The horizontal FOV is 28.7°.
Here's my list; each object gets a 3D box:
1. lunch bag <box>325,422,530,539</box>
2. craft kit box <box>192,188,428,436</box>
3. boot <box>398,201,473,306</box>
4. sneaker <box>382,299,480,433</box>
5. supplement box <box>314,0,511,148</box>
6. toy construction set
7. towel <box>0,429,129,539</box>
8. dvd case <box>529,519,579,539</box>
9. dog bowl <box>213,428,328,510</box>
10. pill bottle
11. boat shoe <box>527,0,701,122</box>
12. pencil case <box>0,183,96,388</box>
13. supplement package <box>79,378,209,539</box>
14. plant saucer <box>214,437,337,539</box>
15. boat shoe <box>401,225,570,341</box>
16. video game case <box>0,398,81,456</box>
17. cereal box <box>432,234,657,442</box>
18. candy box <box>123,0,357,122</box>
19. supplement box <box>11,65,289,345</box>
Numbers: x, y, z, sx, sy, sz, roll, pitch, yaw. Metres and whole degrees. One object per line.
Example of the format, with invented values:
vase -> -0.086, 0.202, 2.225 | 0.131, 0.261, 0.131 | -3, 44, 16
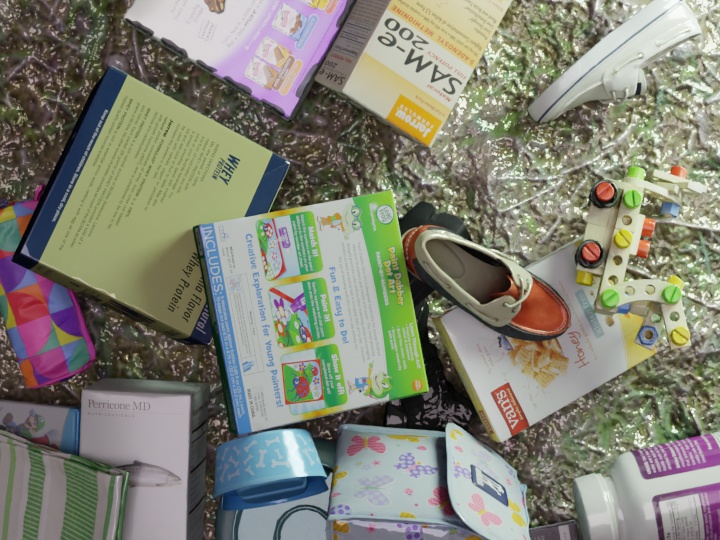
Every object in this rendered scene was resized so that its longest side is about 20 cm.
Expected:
lunch bag -> 0.067, 0.237, 1.379 | 0.197, 0.170, 0.129 | 6, 116, 2
craft kit box -> -0.046, 0.038, 1.340 | 0.195, 0.048, 0.203 | -10, 91, -15
boot -> 0.001, 0.001, 1.451 | 0.200, 0.066, 0.164 | -47, 53, -9
sneaker -> 0.081, 0.133, 1.470 | 0.103, 0.060, 0.203 | 10, 97, 0
supplement box -> 0.060, -0.244, 1.421 | 0.125, 0.073, 0.202 | 27, 93, -31
toy construction set -> 0.286, -0.025, 1.417 | 0.129, 0.092, 0.202 | 14, 69, 7
towel -> -0.316, 0.249, 1.399 | 0.198, 0.023, 0.155 | 10, 96, 31
dvd case -> 0.145, 0.357, 1.495 | 0.197, 0.016, 0.151 | -11, 93, 0
dog bowl -> -0.090, 0.196, 1.382 | 0.110, 0.200, 0.050 | -11, 75, -3
pill bottle -> 0.323, 0.234, 1.444 | 0.197, 0.112, 0.114 | -12, 92, 1
boat shoe -> 0.266, -0.206, 1.451 | 0.199, 0.071, 0.070 | -38, 89, -5
pencil case -> -0.336, 0.019, 1.454 | 0.087, 0.088, 0.202 | -17, 94, 1
supplement package -> -0.223, 0.217, 1.443 | 0.115, 0.117, 0.203 | 2, 92, 3
plant saucer -> -0.058, 0.280, 1.490 | 0.197, 0.027, 0.203 | 0, 92, 1
boat shoe -> 0.129, 0.014, 1.384 | 0.199, 0.062, 0.072 | 29, 80, -17
video game case -> -0.375, 0.206, 1.459 | 0.197, 0.018, 0.145 | 3, 92, 21
cereal box -> 0.191, 0.067, 1.452 | 0.198, 0.039, 0.145 | -28, 93, -14
candy box -> -0.116, -0.277, 1.446 | 0.199, 0.072, 0.169 | 31, 92, -1
supplement box -> -0.208, -0.057, 1.386 | 0.198, 0.134, 0.202 | 26, 80, -15
